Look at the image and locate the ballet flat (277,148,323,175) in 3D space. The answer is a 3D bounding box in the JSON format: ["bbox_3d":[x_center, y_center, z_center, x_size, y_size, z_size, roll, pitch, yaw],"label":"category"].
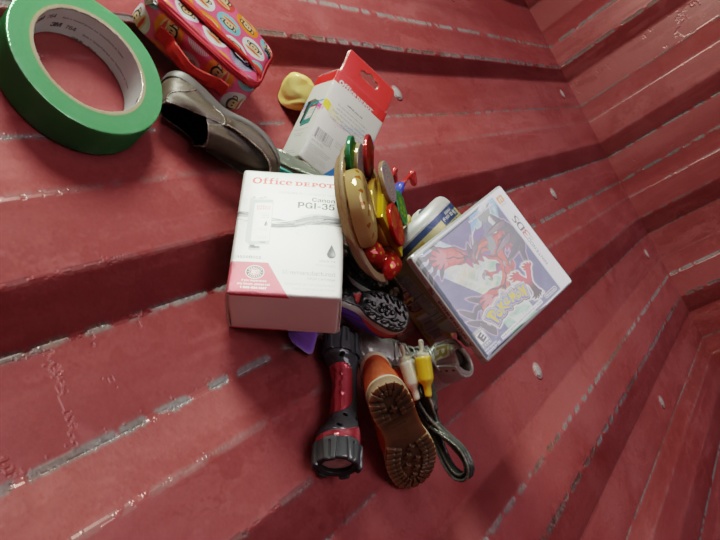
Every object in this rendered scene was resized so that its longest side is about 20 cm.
[{"bbox_3d":[-0.062,-0.123,1.043,0.197,0.068,0.064,30,38,2],"label":"ballet flat"}]

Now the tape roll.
[{"bbox_3d":[-0.335,-0.240,0.838,0.199,0.048,0.204,31,44,-36],"label":"tape roll"}]

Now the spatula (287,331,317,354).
[{"bbox_3d":[-0.078,0.023,1.004,0.056,0.020,0.203,39,36,-36],"label":"spatula"}]

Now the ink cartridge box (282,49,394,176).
[{"bbox_3d":[-0.035,-0.237,1.130,0.115,0.067,0.204,34,72,-33],"label":"ink cartridge box"}]

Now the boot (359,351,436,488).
[{"bbox_3d":[0.049,0.209,0.977,0.108,0.073,0.204,-123,-165,-62],"label":"boot"}]

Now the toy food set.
[{"bbox_3d":[0.016,-0.086,0.949,0.201,0.048,0.201,58,25,-44],"label":"toy food set"}]

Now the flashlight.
[{"bbox_3d":[-0.031,0.169,0.927,0.066,0.068,0.204,4,52,-8],"label":"flashlight"}]

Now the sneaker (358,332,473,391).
[{"bbox_3d":[0.089,0.127,1.067,0.198,0.114,0.075,26,48,-38],"label":"sneaker"}]

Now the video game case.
[{"bbox_3d":[0.191,0.001,1.015,0.199,0.023,0.184,-37,87,-23],"label":"video game case"}]

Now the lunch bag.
[{"bbox_3d":[-0.226,-0.331,1.003,0.199,0.081,0.178,39,32,-22],"label":"lunch bag"}]

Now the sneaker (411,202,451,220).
[{"bbox_3d":[0.153,-0.027,1.191,0.074,0.084,0.204,1,65,-51],"label":"sneaker"}]

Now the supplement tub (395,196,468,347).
[{"bbox_3d":[0.142,0.003,1.090,0.200,0.144,0.144,47,35,1],"label":"supplement tub"}]

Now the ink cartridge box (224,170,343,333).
[{"bbox_3d":[-0.094,-0.028,0.910,0.142,0.084,0.204,3,54,-4],"label":"ink cartridge box"}]

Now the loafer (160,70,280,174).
[{"bbox_3d":[-0.201,-0.183,0.961,0.198,0.073,0.072,35,44,-18],"label":"loafer"}]

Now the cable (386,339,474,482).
[{"bbox_3d":[0.088,0.205,0.983,0.050,0.096,0.204,2,63,-48],"label":"cable"}]

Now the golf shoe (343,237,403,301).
[{"bbox_3d":[0.000,0.000,1.078,0.200,0.077,0.089,46,13,-39],"label":"golf shoe"}]

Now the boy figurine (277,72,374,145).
[{"bbox_3d":[-0.058,-0.262,1.204,0.198,0.064,0.127,31,44,-36],"label":"boy figurine"}]

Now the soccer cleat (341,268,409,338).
[{"bbox_3d":[-0.026,0.039,0.992,0.197,0.073,0.069,29,58,-10],"label":"soccer cleat"}]

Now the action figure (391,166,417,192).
[{"bbox_3d":[0.034,-0.108,1.207,0.201,0.064,0.053,-50,147,-41],"label":"action figure"}]

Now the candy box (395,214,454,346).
[{"bbox_3d":[0.104,0.016,1.220,0.202,0.056,0.117,53,35,-8],"label":"candy box"}]
